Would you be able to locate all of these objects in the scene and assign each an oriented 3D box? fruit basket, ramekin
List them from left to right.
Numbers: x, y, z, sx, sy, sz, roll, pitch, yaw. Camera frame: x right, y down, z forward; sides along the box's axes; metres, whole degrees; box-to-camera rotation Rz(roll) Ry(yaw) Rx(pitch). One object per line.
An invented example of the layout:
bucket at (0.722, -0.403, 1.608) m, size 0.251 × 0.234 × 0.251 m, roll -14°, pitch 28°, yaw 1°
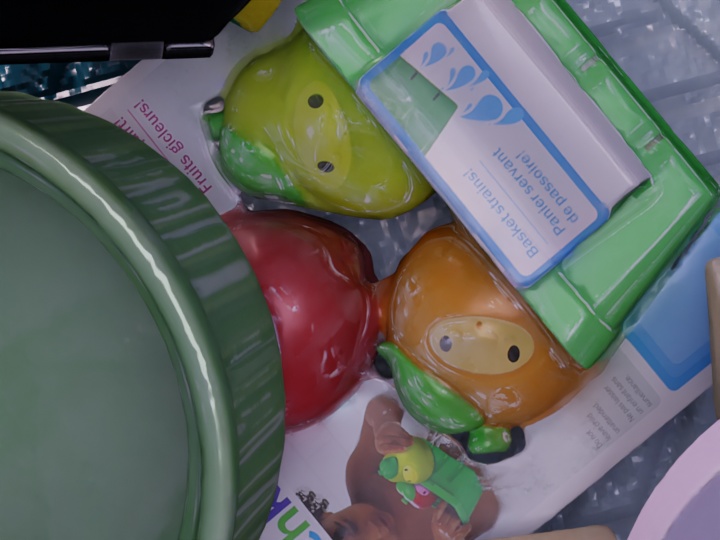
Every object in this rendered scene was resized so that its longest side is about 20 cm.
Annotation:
ramekin at (-0.117, 0.043, 0.824) m, size 0.199 × 0.098 × 0.201 m, roll 2°, pitch 99°, yaw 15°
fruit basket at (0.000, 0.000, 0.868) m, size 0.200 × 0.094 × 0.186 m, roll -39°, pitch 87°, yaw 3°

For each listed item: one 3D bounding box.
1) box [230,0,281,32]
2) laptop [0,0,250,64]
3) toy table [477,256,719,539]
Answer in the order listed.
box at (-0.020, -0.178, 0.869) m, size 0.117 × 0.048 × 0.200 m, roll 30°, pitch 85°, yaw 46°
laptop at (-0.127, -0.108, 0.738) m, size 0.186 × 0.116 × 0.201 m, roll -2°, pitch 52°, yaw -12°
toy table at (0.121, 0.098, 0.809) m, size 0.183 × 0.117 × 0.201 m, roll 3°, pitch 116°, yaw -7°
